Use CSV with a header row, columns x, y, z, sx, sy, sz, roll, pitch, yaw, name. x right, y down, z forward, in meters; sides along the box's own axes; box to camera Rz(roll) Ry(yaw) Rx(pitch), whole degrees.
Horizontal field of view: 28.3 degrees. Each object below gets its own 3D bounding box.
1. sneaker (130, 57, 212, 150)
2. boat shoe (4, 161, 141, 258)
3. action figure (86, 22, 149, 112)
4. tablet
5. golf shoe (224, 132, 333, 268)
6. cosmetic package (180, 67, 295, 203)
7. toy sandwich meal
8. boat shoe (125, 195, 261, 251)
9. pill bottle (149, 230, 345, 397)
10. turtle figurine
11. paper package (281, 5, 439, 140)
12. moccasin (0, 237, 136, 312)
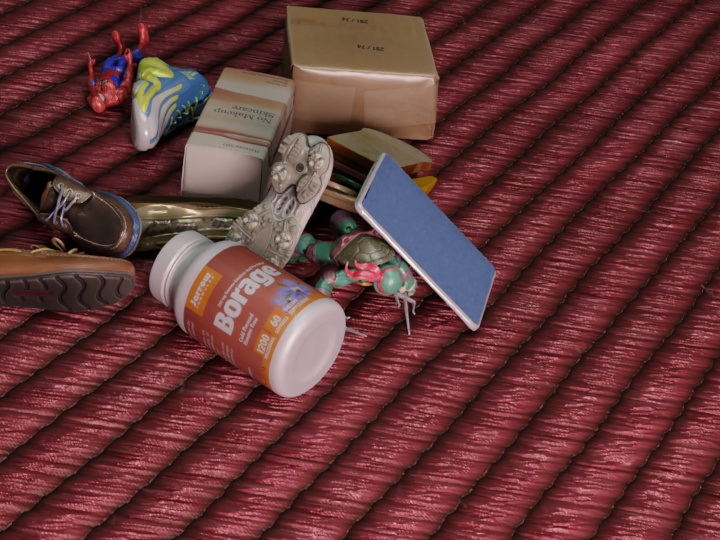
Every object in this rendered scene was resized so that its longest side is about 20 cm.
x,y,z,sx,sy,sz,roll,pitch,yaw,name
-0.241,-0.218,1.841,0.104,0.076,0.201,4,36,-7,sneaker
-0.331,-0.069,1.614,0.199,0.073,0.072,25,4,35,boat shoe
-0.329,-0.267,1.908,0.065,0.052,0.201,-9,37,11,action figure
0.076,-0.034,1.612,0.200,0.014,0.130,46,33,-14,tablet
-0.085,-0.058,1.601,0.078,0.201,0.097,35,9,11,golf shoe
-0.149,-0.163,1.776,0.103,0.088,0.201,11,37,2,cosmetic package
0.003,-0.121,1.721,0.204,0.071,0.205,18,15,-5,toy sandwich meal
-0.174,-0.050,1.655,0.198,0.063,0.073,3,11,-11,boat shoe
-0.122,0.039,1.493,0.199,0.113,0.112,30,42,27,pill bottle
0.000,0.000,1.585,0.149,0.101,0.200,-4,28,-31,turtle figurine
-0.004,-0.268,1.931,0.198,0.104,0.191,2,36,-7,paper package
-0.343,0.003,1.539,0.200,0.074,0.078,-4,47,0,moccasin
